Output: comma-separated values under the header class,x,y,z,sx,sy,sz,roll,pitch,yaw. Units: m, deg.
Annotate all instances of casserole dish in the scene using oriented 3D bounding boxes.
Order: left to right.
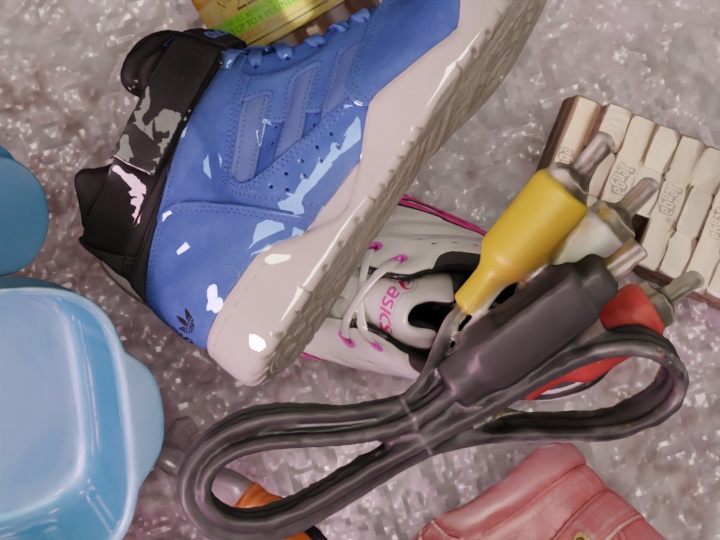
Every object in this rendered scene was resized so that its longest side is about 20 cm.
class,x,y,z,sx,sy,sz,roll,pitch,yaw
casserole dish,-0.169,0.061,1.007,0.200,0.039,0.121,-11,118,-14

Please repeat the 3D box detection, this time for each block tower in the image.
class,x,y,z,sx,sy,sz,roll,pitch,yaw
block tower,0.163,-0.003,1.113,0.200,0.054,0.058,22,89,-4

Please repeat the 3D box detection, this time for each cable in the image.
class,x,y,z,sx,sy,sz,roll,pitch,yaw
cable,0.033,0.042,1.029,0.200,0.050,0.097,-34,112,5

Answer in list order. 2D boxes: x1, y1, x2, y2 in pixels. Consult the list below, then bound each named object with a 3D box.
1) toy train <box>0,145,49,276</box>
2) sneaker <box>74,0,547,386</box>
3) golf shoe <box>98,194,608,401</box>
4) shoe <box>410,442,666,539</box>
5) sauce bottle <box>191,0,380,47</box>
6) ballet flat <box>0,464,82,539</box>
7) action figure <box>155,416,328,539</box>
class,x,y,z,sx,sy,sz,roll,pitch,yaw
toy train,-0.215,-0.008,1.012,0.200,0.116,0.085,-7,89,-38
sneaker,-0.021,-0.070,1.025,0.111,0.077,0.200,36,95,11
golf shoe,0.000,0.000,1.081,0.200,0.092,0.073,12,91,-3
shoe,0.034,0.157,1.099,0.200,0.071,0.091,-44,70,8
sauce bottle,-0.062,-0.160,1.084,0.065,0.065,0.200,-32,96,-4
ballet flat,-0.196,0.115,1.070,0.200,0.068,0.068,-22,91,-15
action figure,-0.027,0.166,1.031,0.193,0.105,0.200,23,89,36
